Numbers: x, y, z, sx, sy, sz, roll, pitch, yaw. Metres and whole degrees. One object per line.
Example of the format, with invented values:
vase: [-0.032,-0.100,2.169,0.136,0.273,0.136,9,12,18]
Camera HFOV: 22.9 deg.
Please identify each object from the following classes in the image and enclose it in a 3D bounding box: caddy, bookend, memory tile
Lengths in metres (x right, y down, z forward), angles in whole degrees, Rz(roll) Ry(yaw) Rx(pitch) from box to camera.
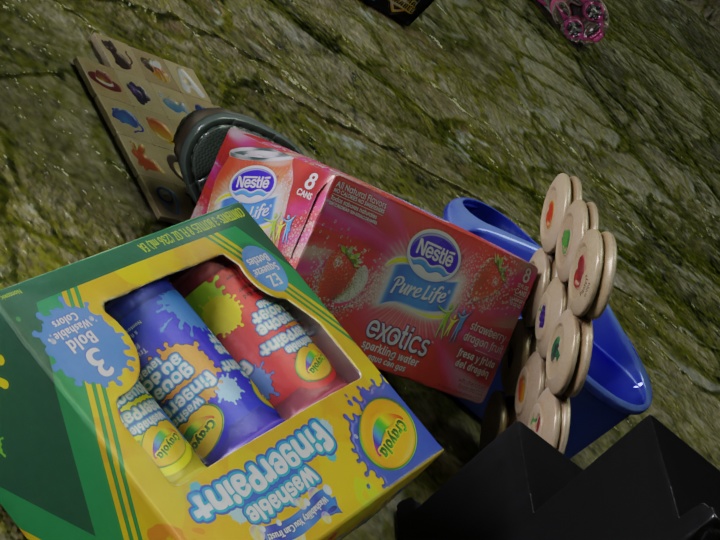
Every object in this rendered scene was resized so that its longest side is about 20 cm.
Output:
caddy: [0.117,0.036,1.223,0.200,0.105,0.142,40,24,-18]
bookend: [0.119,0.148,0.915,0.092,0.199,0.201,37,22,-21]
memory tile: [0.109,0.051,1.066,0.017,0.202,0.154,10,21,-8]

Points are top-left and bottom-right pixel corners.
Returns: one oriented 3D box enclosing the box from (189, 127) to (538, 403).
box: [0.000,0.000,1.044,0.099,0.096,0.199,26,3,44]

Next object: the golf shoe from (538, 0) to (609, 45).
golf shoe: [0.232,-0.364,2.176,0.201,0.072,0.092,55,15,-7]

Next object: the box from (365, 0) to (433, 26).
box: [-0.023,-0.337,1.685,0.159,0.049,0.201,26,30,-46]

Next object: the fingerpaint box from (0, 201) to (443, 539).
fingerpaint box: [-0.075,0.069,0.821,0.167,0.073,0.200,50,31,9]

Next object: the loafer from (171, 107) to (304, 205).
loafer: [-0.052,-0.042,1.108,0.200,0.072,0.063,36,3,-42]

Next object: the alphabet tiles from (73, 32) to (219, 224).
alphabet tiles: [-0.101,-0.069,1.139,0.166,0.006,0.201,14,39,-53]
